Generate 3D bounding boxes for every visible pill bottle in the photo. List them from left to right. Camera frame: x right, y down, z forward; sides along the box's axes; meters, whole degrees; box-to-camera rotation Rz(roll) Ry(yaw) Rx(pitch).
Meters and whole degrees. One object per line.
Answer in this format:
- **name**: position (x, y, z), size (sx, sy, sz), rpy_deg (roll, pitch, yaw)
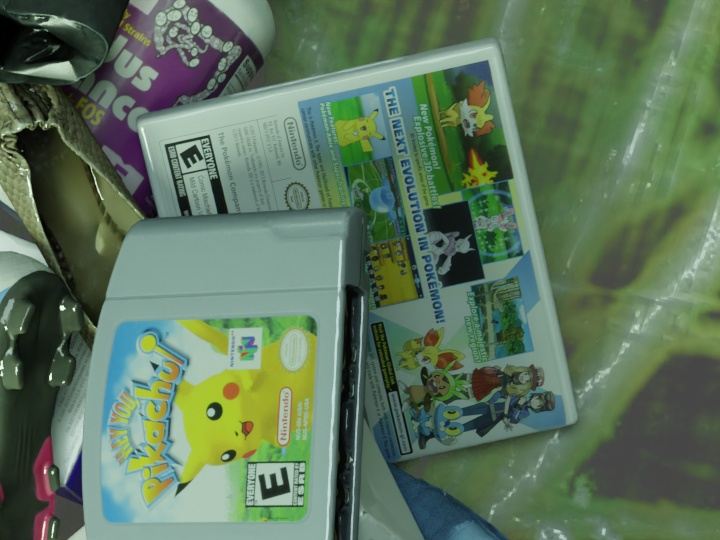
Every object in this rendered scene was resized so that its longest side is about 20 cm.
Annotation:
- **pill bottle**: position (-0.114, -0.110, 1.508), size (0.112, 0.112, 0.200), rpy_deg (32, 81, 13)

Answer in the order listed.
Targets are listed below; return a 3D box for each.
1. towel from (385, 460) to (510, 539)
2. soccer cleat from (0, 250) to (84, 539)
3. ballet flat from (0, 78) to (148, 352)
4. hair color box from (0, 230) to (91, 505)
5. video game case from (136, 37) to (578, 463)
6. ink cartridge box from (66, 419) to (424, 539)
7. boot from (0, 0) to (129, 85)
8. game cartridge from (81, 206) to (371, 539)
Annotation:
- **towel**: position (0.034, 0.169, 1.404), size (0.112, 0.049, 0.200), rpy_deg (-52, 40, -4)
- **soccer cleat**: position (-0.188, 0.087, 1.435), size (0.086, 0.070, 0.200), rpy_deg (18, 98, 40)
- **ballet flat**: position (-0.122, -0.012, 1.425), size (0.067, 0.046, 0.200), rpy_deg (-31, 101, -3)
- **hair color box**: position (-0.211, 0.030, 1.508), size (0.200, 0.065, 0.109), rpy_deg (23, 80, 9)
- **video game case**: position (0.000, 0.000, 1.466), size (0.182, 0.022, 0.200), rpy_deg (-12, 105, 3)
- **ink cartridge box**: position (-0.073, 0.152, 1.423), size (0.200, 0.067, 0.116), rpy_deg (-39, 43, 12)
- **boot**: position (-0.101, -0.175, 1.408), size (0.165, 0.066, 0.200), rpy_deg (-13, 34, 35)
- **game cartridge**: position (-0.063, 0.071, 1.362), size (0.133, 0.040, 0.200), rpy_deg (-4, 76, 27)
